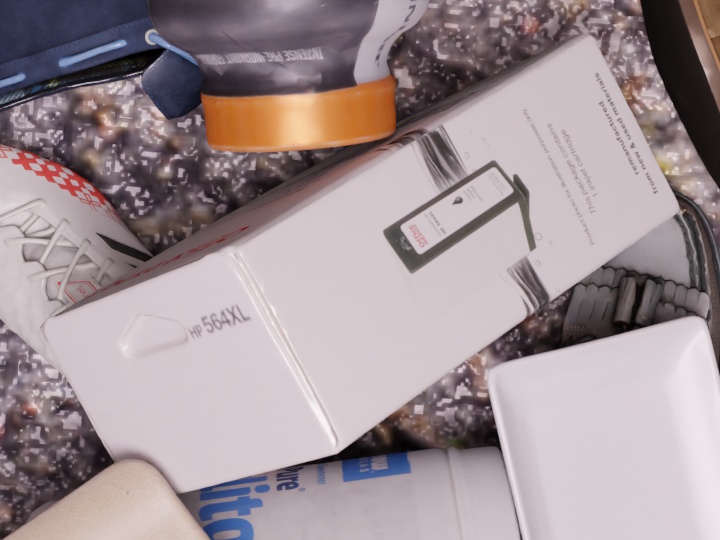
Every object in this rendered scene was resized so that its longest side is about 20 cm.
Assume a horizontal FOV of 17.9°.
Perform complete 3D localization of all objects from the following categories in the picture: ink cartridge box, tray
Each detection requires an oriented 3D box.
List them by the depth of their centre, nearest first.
[{"bbox_3d":[0.000,0.000,0.877,0.200,0.146,0.084,-33,98,-36],"label":"ink cartridge box"},{"bbox_3d":[0.113,0.126,0.917,0.107,0.022,0.200,-12,88,-28],"label":"tray"}]

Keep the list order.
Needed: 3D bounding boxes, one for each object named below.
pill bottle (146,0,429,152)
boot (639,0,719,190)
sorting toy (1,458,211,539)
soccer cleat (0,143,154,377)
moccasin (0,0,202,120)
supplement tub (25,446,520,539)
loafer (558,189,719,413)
[{"bbox_3d":[-0.029,-0.144,0.828,0.106,0.106,0.200,-5,100,-1],"label":"pill bottle"},{"bbox_3d":[0.154,-0.120,0.956,0.075,0.074,0.200,-19,93,-9],"label":"boot"},{"bbox_3d":[-0.098,0.198,0.864,0.185,0.036,0.200,-34,102,6],"label":"sorting toy"},{"bbox_3d":[-0.110,0.014,0.950,0.200,0.085,0.069,41,93,-4],"label":"soccer cleat"},{"bbox_3d":[-0.079,-0.093,0.952,0.200,0.080,0.068,-4,80,12],"label":"moccasin"},{"bbox_3d":[-0.032,0.147,0.940,0.200,0.132,0.132,-8,95,-1],"label":"supplement tub"},{"bbox_3d":[0.111,0.065,0.964,0.072,0.063,0.200,11,95,14],"label":"loafer"}]
